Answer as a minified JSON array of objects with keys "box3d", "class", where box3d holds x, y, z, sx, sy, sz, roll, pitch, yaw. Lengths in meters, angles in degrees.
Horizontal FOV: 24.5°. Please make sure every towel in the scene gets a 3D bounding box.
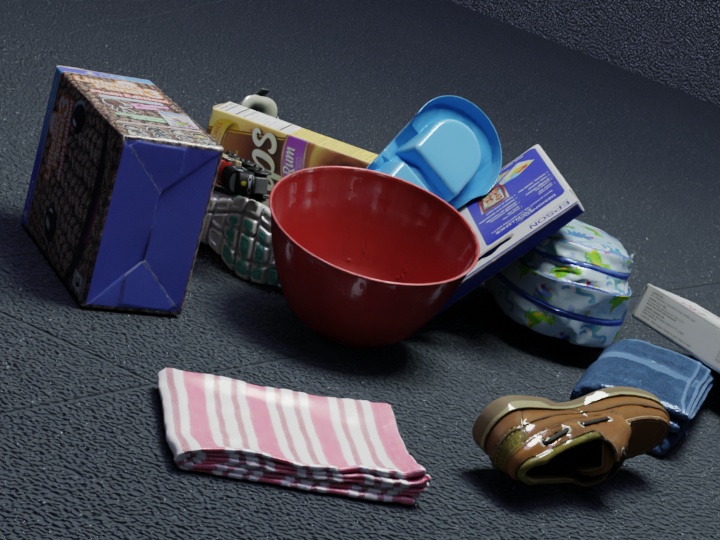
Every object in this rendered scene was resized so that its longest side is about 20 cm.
[{"box3d":[0.270,0.111,1.580,0.111,0.049,0.200,21,18,15],"class":"towel"},{"box3d":[-0.055,0.121,1.273,0.199,0.030,0.146,11,17,-18],"class":"towel"}]

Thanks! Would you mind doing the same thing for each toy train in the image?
[{"box3d":[-0.130,-0.095,1.643,0.045,0.034,0.200,5,8,-16],"class":"toy train"}]

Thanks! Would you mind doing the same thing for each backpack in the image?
[{"box3d":[0.206,0.008,1.719,0.162,0.154,0.200,21,29,-10],"class":"backpack"}]

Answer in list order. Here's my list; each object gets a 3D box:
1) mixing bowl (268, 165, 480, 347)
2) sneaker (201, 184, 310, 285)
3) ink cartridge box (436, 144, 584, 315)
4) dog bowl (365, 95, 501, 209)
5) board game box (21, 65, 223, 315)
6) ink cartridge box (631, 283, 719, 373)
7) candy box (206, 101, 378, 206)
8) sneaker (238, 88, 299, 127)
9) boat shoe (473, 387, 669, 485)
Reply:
[{"box3d":[0.000,0.000,1.534,0.199,0.109,0.201,13,30,-8],"class":"mixing bowl"},{"box3d":[-0.118,-0.046,1.659,0.199,0.078,0.091,29,17,28],"class":"sneaker"},{"box3d":[0.127,-0.029,1.664,0.047,0.197,0.200,52,8,-22],"class":"ink cartridge box"},{"box3d":[0.060,-0.089,1.690,0.112,0.200,0.049,48,-28,-13],"class":"dog bowl"},{"box3d":[-0.220,-0.075,1.501,0.096,0.161,0.200,6,19,-30],"class":"board game box"},{"box3d":[0.402,0.092,1.710,0.173,0.044,0.200,19,12,-41],"class":"ink cartridge box"},{"box3d":[-0.074,-0.090,1.759,0.199,0.117,0.056,20,17,12],"class":"candy box"},{"box3d":[-0.146,-0.151,1.854,0.198,0.130,0.079,27,19,29],"class":"sneaker"},{"box3d":[0.184,0.145,1.360,0.199,0.072,0.068,-3,37,-34],"class":"boat shoe"}]
